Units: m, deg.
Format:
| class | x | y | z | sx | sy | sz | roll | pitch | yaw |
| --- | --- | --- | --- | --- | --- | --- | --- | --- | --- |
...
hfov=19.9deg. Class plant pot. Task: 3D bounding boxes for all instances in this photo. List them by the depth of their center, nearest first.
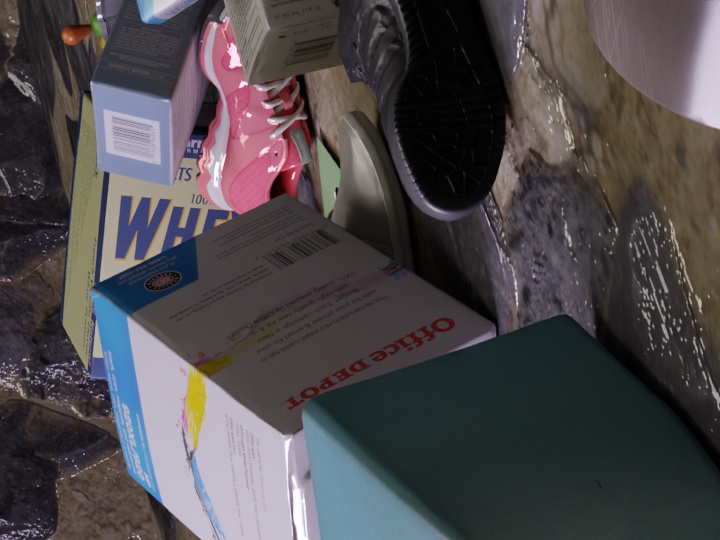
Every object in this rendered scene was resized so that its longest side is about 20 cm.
| class | x | y | z | sx | sy | sz | roll | pitch | yaw |
| --- | --- | --- | --- | --- | --- | --- | --- | --- | --- |
| plant pot | 0.085 | 0.136 | 0.873 | 0.200 | 0.140 | 0.143 | -141 | 38 | -58 |

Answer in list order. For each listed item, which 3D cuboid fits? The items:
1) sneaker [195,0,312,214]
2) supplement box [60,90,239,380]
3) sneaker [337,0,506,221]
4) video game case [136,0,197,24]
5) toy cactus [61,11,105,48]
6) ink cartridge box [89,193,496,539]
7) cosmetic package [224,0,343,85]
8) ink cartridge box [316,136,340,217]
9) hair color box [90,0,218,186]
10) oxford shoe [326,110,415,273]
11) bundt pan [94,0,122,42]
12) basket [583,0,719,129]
| class | x | y | z | sx | sy | sz | roll | pitch | yaw |
| --- | --- | --- | --- | --- | --- | --- | --- | --- | --- |
| sneaker | -0.062 | -0.116 | 1.451 | 0.087 | 0.073 | 0.201 | 34 | 138 | 31 |
| supplement box | -0.156 | -0.029 | 1.644 | 0.200 | 0.133 | 0.202 | -143 | 58 | -71 |
| sneaker | 0.025 | -0.112 | 1.057 | 0.104 | 0.059 | 0.202 | 123 | 137 | -71 |
| video game case | -0.076 | -0.248 | 1.183 | 0.199 | 0.018 | 0.145 | -25 | 77 | 40 |
| toy cactus | -0.211 | -0.255 | 1.897 | 0.165 | 0.101 | 0.202 | 34 | 128 | 58 |
| ink cartridge box | -0.034 | 0.078 | 1.178 | 0.200 | 0.146 | 0.146 | 33 | 139 | 45 |
| cosmetic package | -0.056 | -0.228 | 1.254 | 0.105 | 0.070 | 0.202 | 129 | 126 | -73 |
| ink cartridge box | -0.019 | 0.030 | 1.415 | 0.146 | 0.047 | 0.202 | -123 | 21 | -58 |
| hair color box | -0.136 | -0.173 | 1.476 | 0.099 | 0.060 | 0.201 | 96 | -172 | -55 |
| oxford shoe | 0.000 | 0.000 | 1.277 | 0.075 | 0.057 | 0.202 | -123 | 25 | -62 |
| bundt pan | -0.173 | -0.285 | 1.635 | 0.202 | 0.075 | 0.204 | 176 | 90 | -89 |
| basket | 0.110 | -0.143 | 0.493 | 0.201 | 0.135 | 0.181 | 86 | 160 | -47 |
